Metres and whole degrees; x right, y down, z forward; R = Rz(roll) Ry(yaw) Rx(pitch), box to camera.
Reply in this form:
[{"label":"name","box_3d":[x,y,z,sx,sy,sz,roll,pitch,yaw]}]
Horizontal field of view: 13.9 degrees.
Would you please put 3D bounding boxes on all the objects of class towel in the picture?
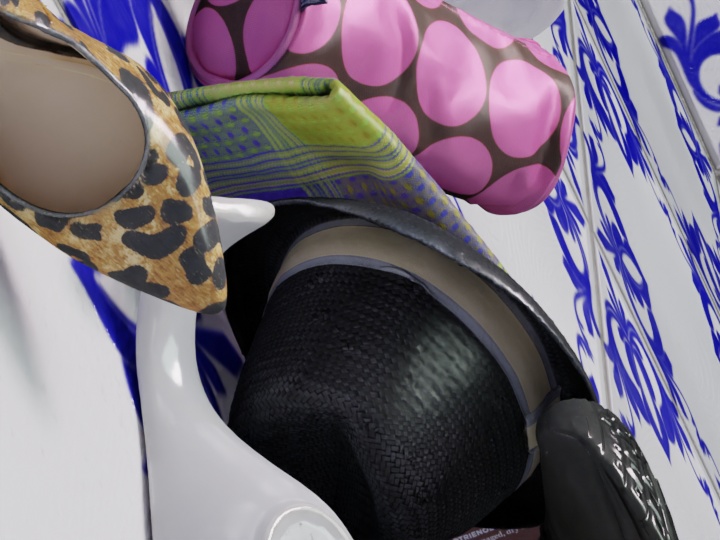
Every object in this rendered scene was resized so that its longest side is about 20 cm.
[{"label":"towel","box_3d":[0.000,0.000,1.231,0.200,0.144,0.023,53,55,-28]}]

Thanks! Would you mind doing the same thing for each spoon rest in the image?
[{"label":"spoon rest","box_3d":[-0.045,0.075,1.110,0.099,0.061,0.200,5,68,-46]}]

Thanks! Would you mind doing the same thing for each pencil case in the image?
[{"label":"pencil case","box_3d":[0.017,-0.098,1.417,0.200,0.091,0.094,24,78,-42]}]

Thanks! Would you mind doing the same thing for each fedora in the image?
[{"label":"fedora","box_3d":[0.002,0.064,1.203,0.092,0.200,0.201,-54,131,-31]}]

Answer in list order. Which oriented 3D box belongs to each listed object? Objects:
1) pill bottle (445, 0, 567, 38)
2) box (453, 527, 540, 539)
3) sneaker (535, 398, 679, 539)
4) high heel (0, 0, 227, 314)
[{"label":"pill bottle","box_3d":[0.065,-0.252,1.987,0.111,0.111,0.200,49,23,-56]},{"label":"box","box_3d":[0.048,0.071,1.476,0.100,0.075,0.200,-81,149,-66]},{"label":"sneaker","box_3d":[0.091,0.144,1.175,0.076,0.091,0.200,-95,170,-64]},{"label":"high heel","box_3d":[-0.116,-0.052,0.973,0.200,0.071,0.143,51,9,-6]}]
